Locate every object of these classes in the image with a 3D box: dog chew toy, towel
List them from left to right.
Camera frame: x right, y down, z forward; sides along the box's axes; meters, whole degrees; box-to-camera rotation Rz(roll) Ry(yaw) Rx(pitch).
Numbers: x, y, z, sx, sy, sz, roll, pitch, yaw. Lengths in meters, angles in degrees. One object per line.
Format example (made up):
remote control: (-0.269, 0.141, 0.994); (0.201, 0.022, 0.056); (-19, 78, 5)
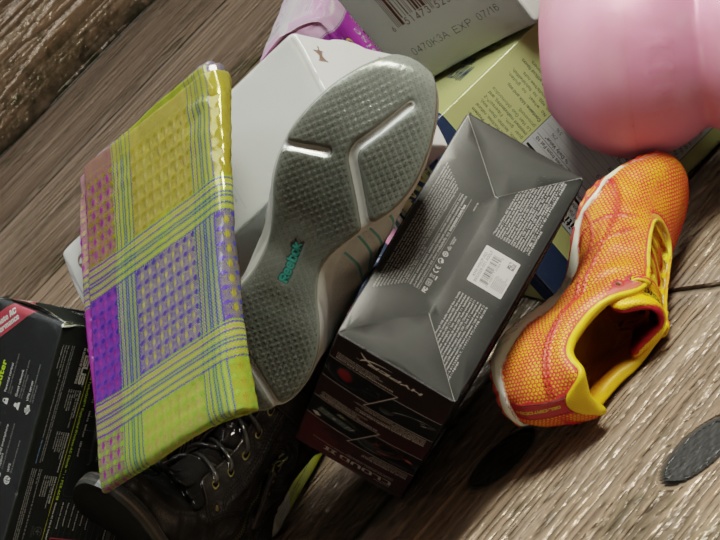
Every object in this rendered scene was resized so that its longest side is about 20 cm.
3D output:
towel: (-0.101, 0.002, 1.526); (0.143, 0.023, 0.201); (-33, 55, 47)
dog chew toy: (0.201, -0.128, 1.621); (0.199, 0.125, 0.125); (-3, 25, 11)

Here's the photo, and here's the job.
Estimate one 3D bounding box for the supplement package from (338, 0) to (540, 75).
supplement package: (0.074, -0.227, 1.749); (0.117, 0.117, 0.200); (-26, 22, 46)

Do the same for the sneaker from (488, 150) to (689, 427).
sneaker: (0.142, 0.013, 1.560); (0.077, 0.073, 0.200); (-4, 42, 37)

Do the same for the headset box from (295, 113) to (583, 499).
headset box: (0.038, 0.027, 1.593); (0.149, 0.075, 0.200); (-59, -4, -21)

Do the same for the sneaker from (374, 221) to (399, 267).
sneaker: (0.000, 0.000, 1.819); (0.070, 0.082, 0.200); (-55, 32, 7)

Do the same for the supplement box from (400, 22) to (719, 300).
supplement box: (0.116, -0.103, 1.789); (0.200, 0.134, 0.200); (-44, 14, -9)

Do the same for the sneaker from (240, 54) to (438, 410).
sneaker: (-0.018, -0.026, 1.514); (0.201, 0.070, 0.080); (-62, -5, 17)

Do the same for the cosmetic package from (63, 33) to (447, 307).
cosmetic package: (-0.059, -0.038, 1.608); (0.200, 0.074, 0.101); (-41, -25, 28)

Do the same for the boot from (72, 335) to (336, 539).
boot: (-0.071, 0.087, 1.642); (0.175, 0.069, 0.200); (-60, -26, -6)

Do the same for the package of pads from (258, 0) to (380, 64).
package of pads: (-0.015, -0.176, 2.373); (0.076, 0.121, 0.200); (-37, 15, 19)

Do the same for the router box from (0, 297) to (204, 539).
router box: (-0.163, 0.123, 1.676); (0.062, 0.150, 0.201); (19, 94, 40)

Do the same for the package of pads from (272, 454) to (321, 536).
package of pads: (-0.111, 0.137, 1.825); (0.200, 0.068, 0.155); (-32, 17, 35)
